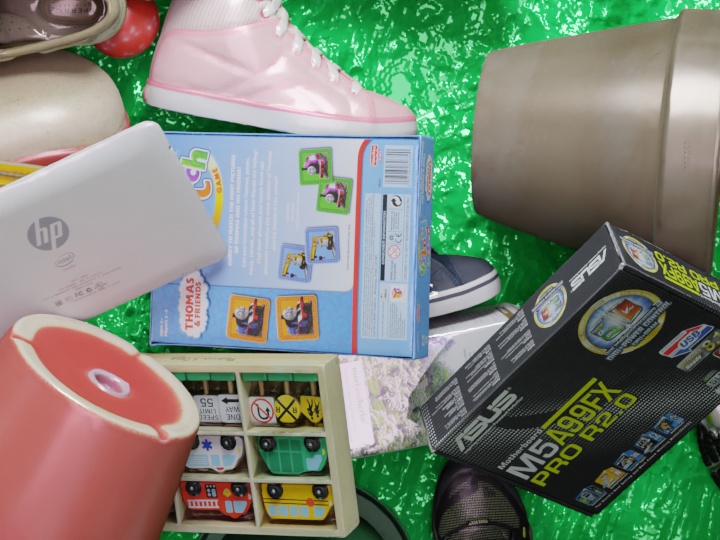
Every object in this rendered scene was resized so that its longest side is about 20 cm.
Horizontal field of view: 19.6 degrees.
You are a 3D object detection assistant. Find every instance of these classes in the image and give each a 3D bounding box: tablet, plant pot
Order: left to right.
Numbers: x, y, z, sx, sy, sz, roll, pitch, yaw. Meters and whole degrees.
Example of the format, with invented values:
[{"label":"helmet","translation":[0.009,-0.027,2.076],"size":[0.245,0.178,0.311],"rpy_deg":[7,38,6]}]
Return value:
[{"label":"plant pot","translation":[-0.209,0.141,1.403],"size":[0.200,0.201,0.178],"rpy_deg":[30,106,-6]},{"label":"tablet","translation":[-0.201,-0.014,1.402],"size":[0.199,0.014,0.130],"rpy_deg":[-25,131,3]},{"label":"plant pot","translation":[0.170,-0.089,1.474],"size":[0.172,0.200,0.201],"rpy_deg":[5,92,10]}]

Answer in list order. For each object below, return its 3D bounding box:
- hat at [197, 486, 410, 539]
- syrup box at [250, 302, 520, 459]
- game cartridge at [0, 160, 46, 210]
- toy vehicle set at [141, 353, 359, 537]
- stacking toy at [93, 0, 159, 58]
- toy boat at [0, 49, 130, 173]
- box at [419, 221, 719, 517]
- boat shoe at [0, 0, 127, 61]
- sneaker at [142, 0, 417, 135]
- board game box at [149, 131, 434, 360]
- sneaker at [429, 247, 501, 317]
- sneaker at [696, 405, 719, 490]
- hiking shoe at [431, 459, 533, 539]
[{"label":"hat","translation":[-0.021,0.237,1.458],"size":[0.199,0.176,0.167],"rpy_deg":[0,92,-6]},{"label":"syrup box","translation":[0.027,0.083,1.506],"size":[0.199,0.081,0.079],"rpy_deg":[-10,98,-7]},{"label":"game cartridge","translation":[-0.269,0.012,1.428],"size":[0.175,0.033,0.201],"rpy_deg":[7,123,-22]},{"label":"toy vehicle set","translation":[-0.101,0.121,1.462],"size":[0.199,0.026,0.125],"rpy_deg":[-1,105,25]},{"label":"stacking toy","translation":[-0.203,-0.244,1.480],"size":[0.085,0.085,0.201],"rpy_deg":[-26,101,-5]},{"label":"toy boat","translation":[-0.256,-0.071,1.467],"size":[0.199,0.131,0.131],"rpy_deg":[-15,124,-5]},{"label":"box","translation":[0.163,0.073,1.426],"size":[0.160,0.044,0.200],"rpy_deg":[25,122,-33]},{"label":"boat shoe","translation":[-0.261,-0.174,1.425],"size":[0.199,0.065,0.073],"rpy_deg":[-4,100,0]},{"label":"sneaker","translation":[-0.050,-0.151,1.492],"size":[0.199,0.075,0.105],"rpy_deg":[11,96,-2]},{"label":"board game box","translation":[-0.049,-0.019,1.448],"size":[0.199,0.037,0.152],"rpy_deg":[3,92,19]},{"label":"sneaker","translation":[0.000,0.000,1.502],"size":[0.199,0.078,0.080],"rpy_deg":[-9,99,-4]},{"label":"sneaker","translation":[0.292,0.106,1.540],"size":[0.085,0.077,0.201],"rpy_deg":[-23,95,-10]},{"label":"hiking shoe","translation":[0.099,0.231,1.509],"size":[0.075,0.101,0.201],"rpy_deg":[-10,93,-6]}]
